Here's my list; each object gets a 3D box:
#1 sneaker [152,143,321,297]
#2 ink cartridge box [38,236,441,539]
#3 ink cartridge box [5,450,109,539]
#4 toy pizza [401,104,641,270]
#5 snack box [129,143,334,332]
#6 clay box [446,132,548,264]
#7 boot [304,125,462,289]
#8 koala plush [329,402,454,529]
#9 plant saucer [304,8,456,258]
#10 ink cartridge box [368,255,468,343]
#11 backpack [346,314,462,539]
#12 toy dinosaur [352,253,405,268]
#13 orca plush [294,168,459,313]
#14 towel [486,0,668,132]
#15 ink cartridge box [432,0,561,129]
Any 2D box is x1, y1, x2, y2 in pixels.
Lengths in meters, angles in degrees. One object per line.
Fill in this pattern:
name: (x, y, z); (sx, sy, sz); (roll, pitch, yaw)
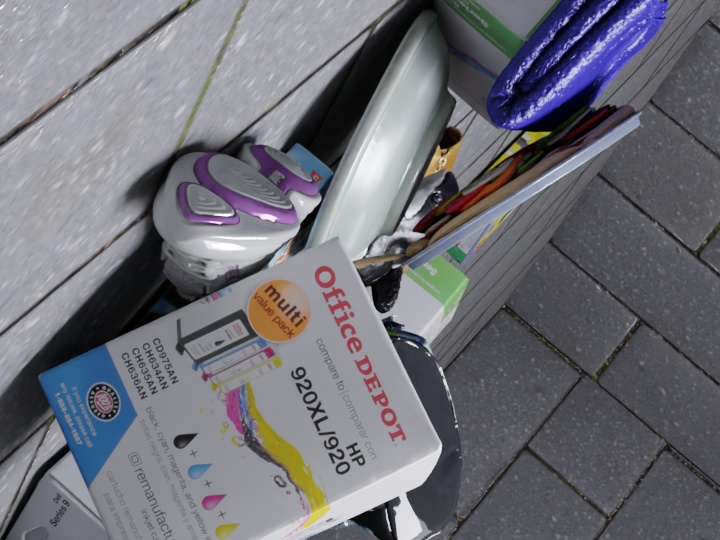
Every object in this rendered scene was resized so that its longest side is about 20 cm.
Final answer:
sneaker: (-0.080, -0.017, 1.201); (0.100, 0.075, 0.200); (-53, 172, 12)
ink cartridge box: (-0.072, 0.096, 1.252); (0.199, 0.148, 0.145); (-25, 170, -8)
ink cartridge box: (-0.166, 0.160, 1.527); (0.200, 0.084, 0.146); (-43, 171, -45)
toy pizza: (0.108, -0.064, 1.448); (0.199, 0.032, 0.200); (-33, 180, 0)
snack box: (-0.095, 0.011, 1.401); (0.200, 0.037, 0.116); (-50, 174, -11)
clay box: (0.176, -0.104, 2.460); (0.200, 0.048, 0.115); (-43, 170, -40)
boot: (0.001, -0.047, 1.661); (0.201, 0.071, 0.145); (-25, 141, -49)
koala plush: (-0.045, 0.121, 1.930); (0.177, 0.185, 0.200); (-38, -169, -18)
plant saucer: (0.023, -0.081, 1.435); (0.202, 0.050, 0.200); (-63, 177, -6)
ink cartridge box: (0.019, 0.078, 2.259); (0.200, 0.084, 0.146); (-48, 172, -19)
backpack: (-0.006, 0.110, 1.586); (0.153, 0.165, 0.199); (-21, -165, -39)
toy dinosaur: (-0.052, 0.049, 1.480); (0.061, 0.105, 0.201); (-110, -146, -54)
orca plush: (0.000, 0.000, 1.560); (0.199, 0.071, 0.105); (-27, 170, -26)
towel: (0.156, -0.150, 1.419); (0.148, 0.049, 0.200); (-51, 172, 11)
ink cartridge box: (0.124, -0.205, 1.474); (0.145, 0.084, 0.200); (-48, 172, -11)
